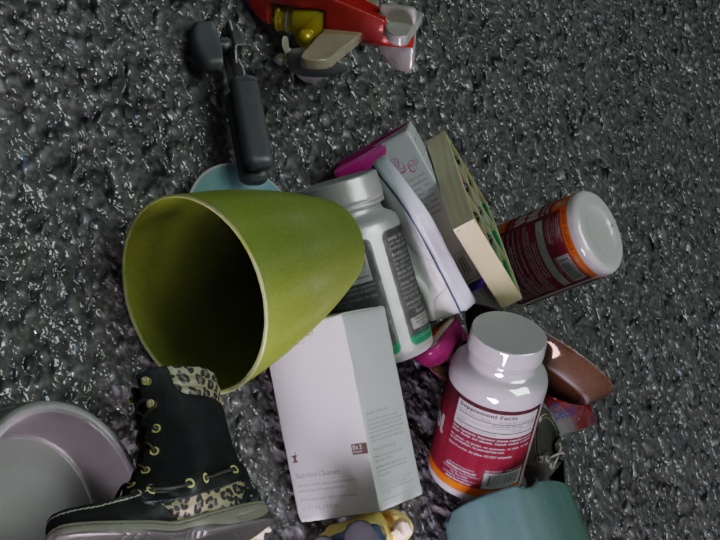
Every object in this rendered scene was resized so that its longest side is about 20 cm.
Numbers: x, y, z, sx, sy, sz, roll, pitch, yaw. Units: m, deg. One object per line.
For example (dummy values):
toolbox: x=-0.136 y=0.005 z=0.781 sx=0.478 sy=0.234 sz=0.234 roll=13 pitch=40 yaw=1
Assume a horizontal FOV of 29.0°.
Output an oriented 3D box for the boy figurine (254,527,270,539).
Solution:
boy figurine: x=-0.121 y=0.266 z=1.264 sx=0.200 sy=0.064 sz=0.124 roll=56 pitch=40 yaw=-19

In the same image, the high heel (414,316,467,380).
high heel: x=0.110 y=0.106 z=1.609 sx=0.096 sy=0.067 sz=0.200 roll=58 pitch=12 yaw=2

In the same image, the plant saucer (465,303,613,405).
plant saucer: x=0.205 y=0.106 z=1.653 sx=0.200 sy=0.200 sz=0.035 roll=39 pitch=78 yaw=-33

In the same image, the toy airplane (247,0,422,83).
toy airplane: x=-0.027 y=-0.278 z=1.629 sx=0.199 sy=0.142 sz=0.199 roll=1 pitch=38 yaw=-38

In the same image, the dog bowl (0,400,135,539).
dog bowl: x=-0.258 y=0.198 z=1.139 sx=0.200 sy=0.059 sz=0.201 roll=30 pitch=49 yaw=-41

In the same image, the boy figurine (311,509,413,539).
boy figurine: x=-0.004 y=0.277 z=1.385 sx=0.200 sy=0.124 sz=0.065 roll=44 pitch=23 yaw=-79

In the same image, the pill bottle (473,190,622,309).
pill bottle: x=0.219 y=-0.017 z=1.751 sx=0.109 sy=0.199 sz=0.110 roll=28 pitch=51 yaw=-41

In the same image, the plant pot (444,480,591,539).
plant pot: x=0.188 y=0.349 z=1.536 sx=0.200 sy=0.200 sz=0.197 roll=15 pitch=51 yaw=-48

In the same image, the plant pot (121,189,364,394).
plant pot: x=-0.092 y=-0.001 z=1.334 sx=0.200 sy=0.187 sz=0.188 roll=-21 pitch=88 yaw=-48

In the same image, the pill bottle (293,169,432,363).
pill bottle: x=0.000 y=0.000 z=1.493 sx=0.113 sy=0.113 sz=0.201 roll=-25 pitch=101 yaw=-54

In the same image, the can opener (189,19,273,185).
can opener: x=-0.143 y=-0.184 z=1.497 sx=0.067 sy=0.053 sz=0.201 roll=-2 pitch=60 yaw=-18

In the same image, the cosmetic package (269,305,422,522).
cosmetic package: x=-0.019 y=0.143 z=1.413 sx=0.081 sy=0.112 sz=0.201 roll=-11 pitch=87 yaw=-54

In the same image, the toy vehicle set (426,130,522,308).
toy vehicle set: x=0.129 y=-0.061 z=1.599 sx=0.124 sy=0.026 sz=0.200 roll=56 pitch=13 yaw=-33

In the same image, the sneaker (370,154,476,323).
sneaker: x=0.055 y=-0.030 z=1.550 sx=0.201 sy=0.071 sz=0.073 roll=60 pitch=2 yaw=-9

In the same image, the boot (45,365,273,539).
boot: x=-0.181 y=0.161 z=1.158 sx=0.203 sy=0.073 sz=0.154 roll=1 pitch=57 yaw=-39

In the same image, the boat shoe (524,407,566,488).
boat shoe: x=0.226 y=0.249 z=1.660 sx=0.067 sy=0.057 sz=0.201 roll=-36 pitch=132 yaw=-40

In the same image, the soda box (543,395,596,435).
soda box: x=0.213 y=0.187 z=1.744 sx=0.200 sy=0.070 sz=0.064 roll=-5 pitch=76 yaw=-53

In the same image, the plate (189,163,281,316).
plate: x=-0.118 y=-0.016 z=1.465 sx=0.200 sy=0.026 sz=0.201 roll=28 pitch=51 yaw=-42

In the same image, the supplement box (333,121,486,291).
supplement box: x=0.062 y=-0.061 z=1.633 sx=0.201 sy=0.101 sz=0.103 roll=61 pitch=10 yaw=-10

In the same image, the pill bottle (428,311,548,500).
pill bottle: x=0.146 y=0.151 z=1.557 sx=0.113 sy=0.113 sz=0.201 roll=-42 pitch=148 yaw=-53
